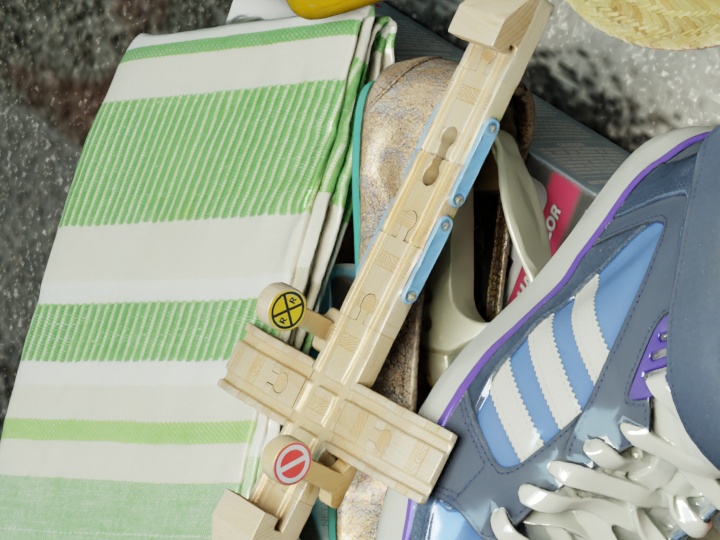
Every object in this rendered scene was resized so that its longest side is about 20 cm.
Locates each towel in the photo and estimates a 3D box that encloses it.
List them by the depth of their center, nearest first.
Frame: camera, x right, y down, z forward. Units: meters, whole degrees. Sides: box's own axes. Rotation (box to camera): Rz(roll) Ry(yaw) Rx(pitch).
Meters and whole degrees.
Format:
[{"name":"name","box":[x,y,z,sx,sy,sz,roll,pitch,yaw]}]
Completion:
[{"name":"towel","box":[-0.061,0.009,1.037,0.152,0.023,0.201,-1,70,48]}]

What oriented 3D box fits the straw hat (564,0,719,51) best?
[{"name":"straw hat","box":[0.131,-0.152,0.878,0.201,0.085,0.202,-15,69,46]}]

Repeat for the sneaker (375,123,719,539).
[{"name":"sneaker","box":[0.091,0.052,0.874,0.200,0.080,0.146,-57,27,-1]}]

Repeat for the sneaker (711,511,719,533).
[{"name":"sneaker","box":[0.164,0.094,0.881,0.201,0.108,0.067,31,112,21]}]

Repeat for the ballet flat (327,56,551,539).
[{"name":"ballet flat","box":[0.029,0.028,0.970,0.067,0.068,0.201,-2,84,30]}]

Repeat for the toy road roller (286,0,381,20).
[{"name":"toy road roller","box":[-0.004,-0.174,1.015,0.122,0.200,0.146,-16,109,12]}]

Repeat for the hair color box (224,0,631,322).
[{"name":"hair color box","box":[0.026,-0.020,1.060,0.200,0.061,0.099,35,114,36]}]

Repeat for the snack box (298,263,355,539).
[{"name":"snack box","box":[-0.036,0.101,1.051,0.116,0.037,0.201,-6,85,46]}]

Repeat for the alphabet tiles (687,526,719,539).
[{"name":"alphabet tiles","box":[0.108,0.138,0.985,0.199,0.006,0.167,23,109,20]}]

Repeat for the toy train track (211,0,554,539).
[{"name":"toy train track","box":[0.000,0.000,0.928,0.115,0.032,0.201,25,89,51]}]
